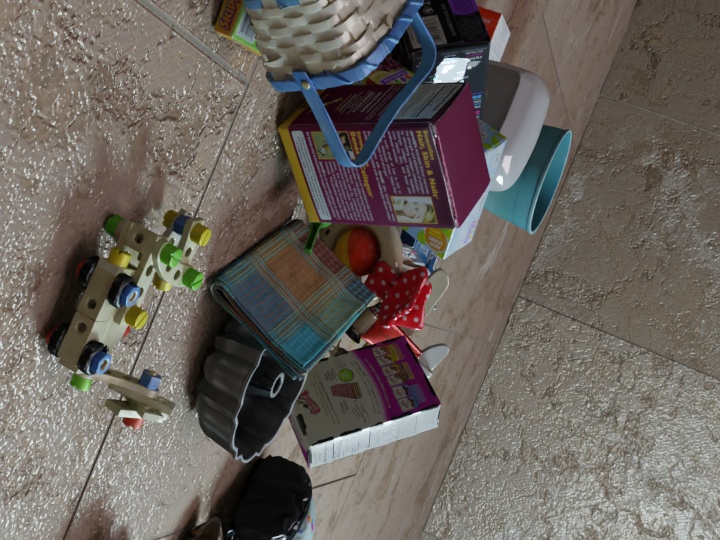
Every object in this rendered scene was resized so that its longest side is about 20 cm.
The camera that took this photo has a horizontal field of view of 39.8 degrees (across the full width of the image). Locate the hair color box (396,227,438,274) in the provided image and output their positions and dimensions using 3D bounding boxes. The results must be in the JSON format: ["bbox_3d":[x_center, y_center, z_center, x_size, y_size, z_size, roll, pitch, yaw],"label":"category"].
[{"bbox_3d":[0.062,-0.050,1.535,0.200,0.099,0.061,44,64,-72],"label":"hair color box"}]

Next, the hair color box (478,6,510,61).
[{"bbox_3d":[0.175,-0.317,1.622,0.111,0.063,0.202,11,99,-74],"label":"hair color box"}]

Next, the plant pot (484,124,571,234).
[{"bbox_3d":[0.268,-0.195,1.848,0.201,0.186,0.201,-57,161,-33],"label":"plant pot"}]

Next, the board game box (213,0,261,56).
[{"bbox_3d":[-0.076,-0.254,0.979,0.096,0.030,0.200,-69,161,6],"label":"board game box"}]

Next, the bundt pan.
[{"bbox_3d":[-0.131,0.124,1.199,0.203,0.075,0.203,-56,159,-34],"label":"bundt pan"}]

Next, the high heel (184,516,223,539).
[{"bbox_3d":[-0.225,0.400,1.242,0.200,0.071,0.144,-75,-171,-77],"label":"high heel"}]

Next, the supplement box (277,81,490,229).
[{"bbox_3d":[0.027,-0.130,1.106,0.103,0.198,0.132,-51,135,-42],"label":"supplement box"}]

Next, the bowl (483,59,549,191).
[{"bbox_3d":[0.162,-0.231,1.461,0.202,0.198,0.075,-65,158,-16],"label":"bowl"}]

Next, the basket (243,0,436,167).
[{"bbox_3d":[-0.007,-0.222,0.915,0.201,0.138,0.177,56,52,-33],"label":"basket"}]

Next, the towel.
[{"bbox_3d":[-0.073,0.025,1.154,0.022,0.147,0.200,-46,179,36],"label":"towel"}]

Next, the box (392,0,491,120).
[{"bbox_3d":[0.101,-0.256,1.316,0.201,0.105,0.123,88,-8,-53],"label":"box"}]

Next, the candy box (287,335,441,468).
[{"bbox_3d":[-0.003,0.183,1.407,0.198,0.137,0.061,-14,138,-16],"label":"candy box"}]

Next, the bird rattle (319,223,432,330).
[{"bbox_3d":[0.000,0.000,1.289,0.112,0.199,0.165,4,79,-49],"label":"bird rattle"}]

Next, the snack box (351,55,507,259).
[{"bbox_3d":[0.068,-0.140,1.234,0.067,0.200,0.170,-31,150,-37],"label":"snack box"}]

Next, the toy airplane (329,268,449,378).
[{"bbox_3d":[0.040,0.094,1.552,0.198,0.141,0.201,-9,118,-19],"label":"toy airplane"}]

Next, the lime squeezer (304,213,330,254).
[{"bbox_3d":[-0.048,-0.100,1.231,0.071,0.037,0.202,63,36,-61],"label":"lime squeezer"}]

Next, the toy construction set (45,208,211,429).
[{"bbox_3d":[-0.200,0.039,0.873,0.131,0.091,0.202,11,90,-73],"label":"toy construction set"}]

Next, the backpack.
[{"bbox_3d":[-0.133,0.391,1.449,0.167,0.126,0.201,-54,162,-47],"label":"backpack"}]
